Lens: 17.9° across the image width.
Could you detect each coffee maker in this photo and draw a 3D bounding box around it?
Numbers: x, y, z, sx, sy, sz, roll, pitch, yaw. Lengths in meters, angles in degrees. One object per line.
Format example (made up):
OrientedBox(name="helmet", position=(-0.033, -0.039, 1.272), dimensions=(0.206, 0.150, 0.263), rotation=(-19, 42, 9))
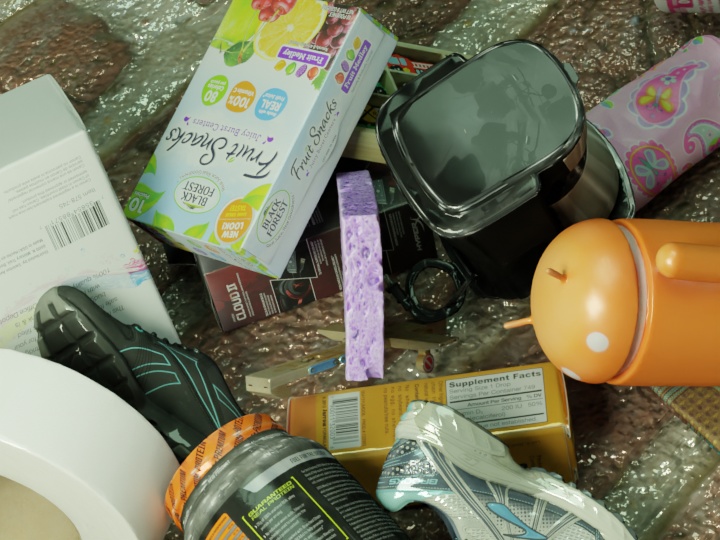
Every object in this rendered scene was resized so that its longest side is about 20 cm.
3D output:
OrientedBox(name="coffee maker", position=(0.088, -0.051, 1.583), dimensions=(0.134, 0.200, 0.193), rotation=(35, 89, 22))

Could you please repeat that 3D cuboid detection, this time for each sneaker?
OrientedBox(name="sneaker", position=(-0.151, 0.081, 1.626), dimensions=(0.075, 0.200, 0.079), rotation=(-26, 21, 46))
OrientedBox(name="sneaker", position=(0.100, 0.171, 1.521), dimensions=(0.199, 0.078, 0.087), rotation=(31, 79, 2))

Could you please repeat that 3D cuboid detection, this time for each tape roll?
OrientedBox(name="tape roll", position=(-0.224, 0.141, 1.556), dimensions=(0.201, 0.203, 0.071), rotation=(10, 53, 21))

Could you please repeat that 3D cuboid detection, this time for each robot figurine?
OrientedBox(name="robot figurine", position=(0.202, 0.023, 1.567), dimensions=(0.199, 0.117, 0.144), rotation=(2, 14, -21))

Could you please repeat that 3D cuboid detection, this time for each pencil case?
OrientedBox(name="pencil case", position=(0.211, -0.098, 1.740), dimensions=(0.200, 0.088, 0.087), rotation=(-36, 51, -18))

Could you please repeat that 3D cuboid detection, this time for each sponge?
OrientedBox(name="sponge", position=(0.000, 0.000, 1.597), dimensions=(0.030, 0.112, 0.200), rotation=(-3, 11, 0))

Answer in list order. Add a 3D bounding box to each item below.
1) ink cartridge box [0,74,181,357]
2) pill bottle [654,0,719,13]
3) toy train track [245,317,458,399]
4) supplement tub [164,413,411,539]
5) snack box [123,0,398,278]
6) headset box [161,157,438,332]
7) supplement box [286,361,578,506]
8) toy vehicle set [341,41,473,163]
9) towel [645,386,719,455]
OrientedBox(name="ink cartridge box", position=(-0.241, -0.010, 1.672), dimensions=(0.145, 0.201, 0.145), rotation=(-25, 26, -9))
OrientedBox(name="pill bottle", position=(0.337, -0.262, 1.827), dimensions=(0.199, 0.114, 0.114), rotation=(2, 50, 16))
OrientedBox(name="toy train track", position=(-0.007, 0.069, 1.628), dimensions=(0.114, 0.033, 0.199), rotation=(5, 14, 39))
OrientedBox(name="supplement tub", position=(-0.032, 0.195, 1.495), dimensions=(0.122, 0.123, 0.200), rotation=(-35, 63, -17))
OrientedBox(name="snack box", position=(-0.075, -0.105, 1.680), dimensions=(0.142, 0.053, 0.201), rotation=(16, 76, 46))
OrientedBox(name="headset box", position=(-0.059, -0.050, 1.764), dimensions=(0.199, 0.075, 0.149), rotation=(-19, 49, -3))
OrientedBox(name="supplement box", position=(0.050, 0.119, 1.600), dimensions=(0.199, 0.067, 0.069), rotation=(-6, 46, 8))
OrientedBox(name="toy vehicle set", position=(0.049, -0.126, 1.762), dimensions=(0.199, 0.027, 0.125), rotation=(7, 41, -30))
OrientedBox(name="towel", position=(0.298, 0.043, 1.637), dimensions=(0.200, 0.022, 0.147), rotation=(-35, 50, -14))
